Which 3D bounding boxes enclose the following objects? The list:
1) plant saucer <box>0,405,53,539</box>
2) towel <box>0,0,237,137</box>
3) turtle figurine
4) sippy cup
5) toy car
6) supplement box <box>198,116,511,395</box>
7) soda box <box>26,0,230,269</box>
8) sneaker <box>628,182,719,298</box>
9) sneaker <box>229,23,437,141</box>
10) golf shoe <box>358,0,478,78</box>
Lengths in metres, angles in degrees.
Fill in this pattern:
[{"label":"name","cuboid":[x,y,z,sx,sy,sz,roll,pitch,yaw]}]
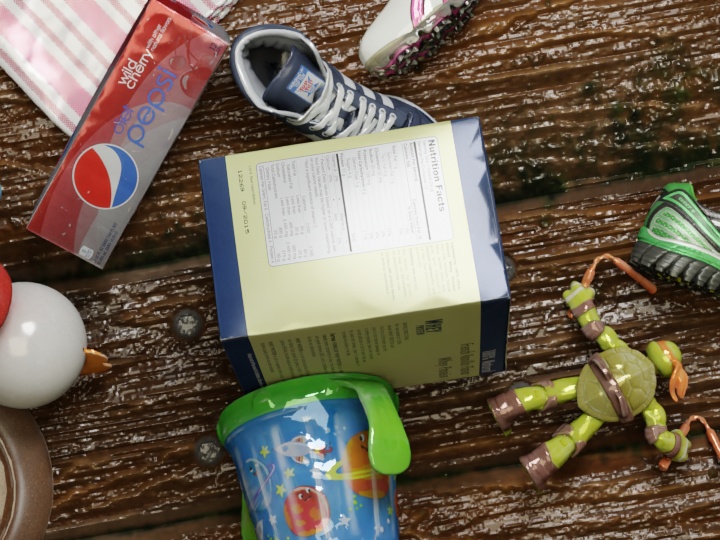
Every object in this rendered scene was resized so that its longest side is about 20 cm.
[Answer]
[{"label":"plant saucer","cuboid":[-0.340,0.169,1.486,0.199,0.034,0.202,0,90,1]},{"label":"towel","cuboid":[-0.194,-0.211,1.482,0.146,0.030,0.200,44,91,1]},{"label":"turtle figurine","cuboid":[0.189,0.103,1.464,0.161,0.064,0.201,-31,90,1]},{"label":"sippy cup","cuboid":[-0.029,0.160,1.410,0.139,0.178,0.131,-11,68,0]},{"label":"toy car","cuboid":[-0.284,0.051,1.441,0.199,0.176,0.185,28,60,-33]},{"label":"supplement box","cuboid":[0.000,0.000,1.385,0.198,0.200,0.135,-9,72,1]},{"label":"soda box","cuboid":[-0.175,-0.107,1.446,0.070,0.063,0.201,29,100,-11]},{"label":"sneaker","cuboid":[0.311,-0.012,1.456,0.199,0.078,0.086,18,86,-1]},{"label":"sneaker","cuboid":[-0.015,-0.121,1.442,0.199,0.109,0.070,31,91,0]},{"label":"golf shoe","cuboid":[0.059,-0.233,1.460,0.092,0.073,0.200,41,79,6]}]
